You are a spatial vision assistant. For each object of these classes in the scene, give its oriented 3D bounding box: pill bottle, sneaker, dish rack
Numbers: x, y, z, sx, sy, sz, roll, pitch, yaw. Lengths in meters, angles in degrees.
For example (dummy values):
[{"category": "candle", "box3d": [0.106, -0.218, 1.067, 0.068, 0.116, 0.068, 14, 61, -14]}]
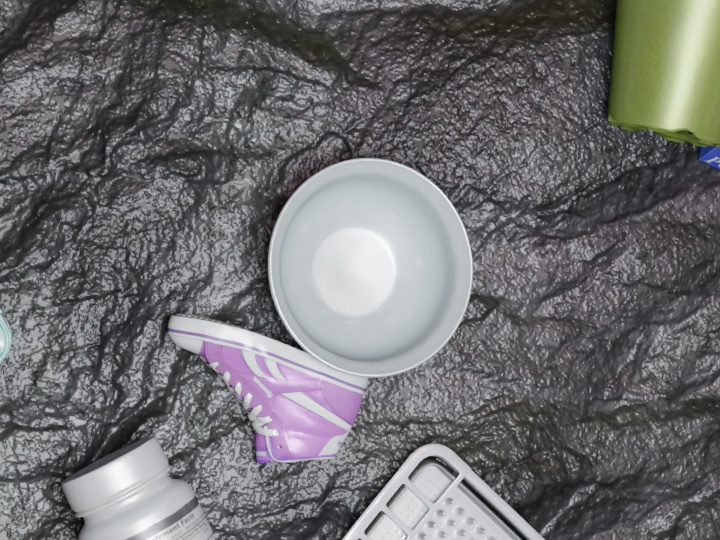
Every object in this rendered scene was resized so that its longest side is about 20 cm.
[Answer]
[{"category": "pill bottle", "box3d": [-0.183, 0.259, 1.304, 0.112, 0.113, 0.202, -26, 92, -15]}, {"category": "sneaker", "box3d": [-0.099, 0.117, 1.361, 0.199, 0.073, 0.115, 23, 87, -9]}, {"category": "dish rack", "box3d": [0.080, 0.286, 1.408, 0.200, 0.044, 0.172, 43, 76, -8]}]

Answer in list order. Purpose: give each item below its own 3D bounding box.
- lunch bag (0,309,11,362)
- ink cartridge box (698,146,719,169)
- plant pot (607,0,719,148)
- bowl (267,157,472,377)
[{"category": "lunch bag", "box3d": [-0.408, 0.043, 1.280, 0.160, 0.077, 0.200, -44, 97, -15]}, {"category": "ink cartridge box", "box3d": [0.462, -0.113, 1.512, 0.198, 0.094, 0.045, 23, 63, -12]}, {"category": "plant pot", "box3d": [0.327, -0.227, 1.454, 0.198, 0.200, 0.192, 11, 94, -14]}, {"category": "bowl", "box3d": [0.000, 0.000, 1.385, 0.199, 0.090, 0.204, 1, 85, -16]}]
